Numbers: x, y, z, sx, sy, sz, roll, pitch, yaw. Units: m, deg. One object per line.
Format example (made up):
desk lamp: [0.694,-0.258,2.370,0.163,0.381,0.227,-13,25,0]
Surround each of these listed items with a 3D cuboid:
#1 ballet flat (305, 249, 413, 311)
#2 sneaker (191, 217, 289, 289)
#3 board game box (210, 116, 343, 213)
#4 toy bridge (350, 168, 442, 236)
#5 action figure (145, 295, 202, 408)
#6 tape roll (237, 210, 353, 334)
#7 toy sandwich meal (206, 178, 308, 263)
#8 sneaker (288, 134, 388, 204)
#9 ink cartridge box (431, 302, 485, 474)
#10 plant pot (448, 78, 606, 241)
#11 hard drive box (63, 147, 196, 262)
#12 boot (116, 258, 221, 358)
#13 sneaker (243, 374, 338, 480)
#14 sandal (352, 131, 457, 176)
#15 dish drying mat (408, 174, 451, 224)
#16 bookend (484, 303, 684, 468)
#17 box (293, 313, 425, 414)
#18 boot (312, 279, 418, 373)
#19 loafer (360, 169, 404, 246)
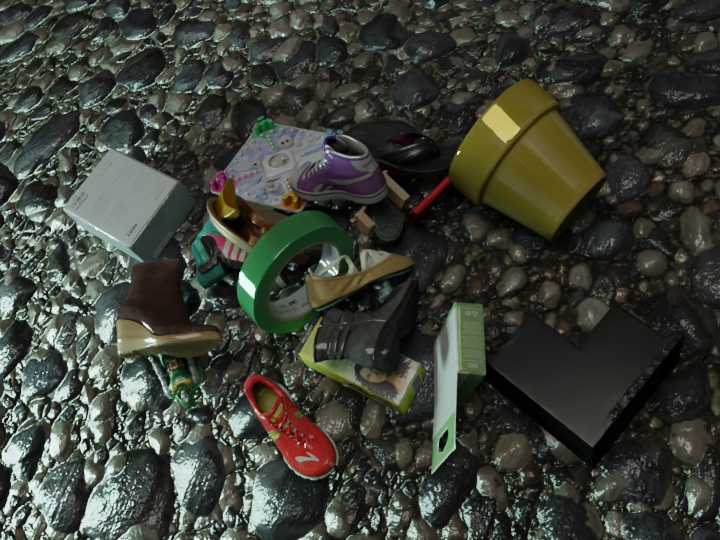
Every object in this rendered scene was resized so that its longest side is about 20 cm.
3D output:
ballet flat: [0.000,0.000,1.185,0.197,0.068,0.064,-23,97,-30]
sneaker: [-0.221,-0.007,1.295,0.121,0.084,0.199,-46,63,-6]
board game box: [-0.151,-0.202,1.383,0.196,0.026,0.202,14,55,23]
toy bridge: [0.052,-0.133,1.258,0.067,0.027,0.199,44,60,13]
action figure: [-0.316,0.143,1.265,0.117,0.055,0.202,-28,62,-2]
tape roll: [-0.099,0.005,1.179,0.200,0.201,0.048,-45,59,-10]
toy sandwich meal: [-0.165,-0.083,1.254,0.205,0.203,0.071,43,109,31]
sneaker: [-0.052,-0.176,1.230,0.197,0.115,0.073,5,51,35]
ink cartridge box: [0.135,0.167,1.048,0.047,0.146,0.204,5,62,-5]
plant pot: [0.267,-0.156,1.164,0.201,0.201,0.189,-43,73,-9]
hard drive box: [-0.438,-0.123,1.430,0.198,0.077,0.157,26,73,28]
boot: [-0.310,0.054,1.235,0.196,0.073,0.170,-6,63,18]
sneaker: [-0.114,0.233,1.129,0.077,0.085,0.199,-45,59,-9]
sandal: [0.068,-0.201,1.256,0.196,0.049,0.076,8,50,14]
dish drying mat: [0.154,-0.157,1.261,0.200,0.077,0.018,-44,87,-8]
bookend: [0.304,0.125,1.050,0.199,0.093,0.199,37,76,31]
box: [-0.003,0.143,1.163,0.197,0.050,0.076,21,70,27]
boot: [0.010,0.070,1.145,0.129,0.071,0.201,8,32,20]
loafer: [0.031,-0.127,1.302,0.070,0.063,0.204,1,62,-18]
